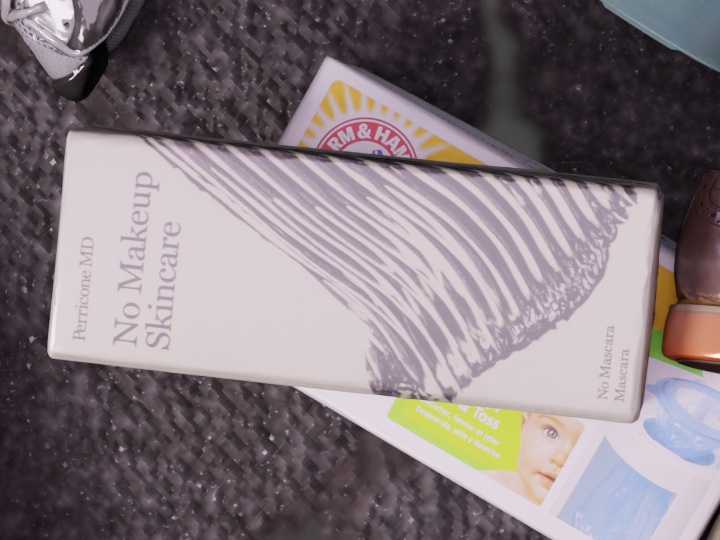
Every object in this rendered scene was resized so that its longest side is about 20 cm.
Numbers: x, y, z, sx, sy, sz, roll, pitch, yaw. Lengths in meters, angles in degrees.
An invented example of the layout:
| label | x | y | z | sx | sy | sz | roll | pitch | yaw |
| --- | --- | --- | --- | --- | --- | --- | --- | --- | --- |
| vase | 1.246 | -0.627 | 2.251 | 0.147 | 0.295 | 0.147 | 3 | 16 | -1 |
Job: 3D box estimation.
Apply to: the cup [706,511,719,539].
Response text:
| label | x | y | z | sx | sy | sz | roll | pitch | yaw |
| --- | --- | --- | --- | --- | --- | --- | --- | --- | --- |
| cup | 0.201 | 0.124 | 1.033 | 0.143 | 0.200 | 0.201 | 37 | 96 | 33 |

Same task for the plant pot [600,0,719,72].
| label | x | y | z | sx | sy | sz | roll | pitch | yaw |
| --- | --- | --- | --- | --- | --- | --- | --- | --- | --- |
| plant pot | 0.132 | -0.186 | 1.025 | 0.200 | 0.200 | 0.197 | 35 | 104 | 4 |

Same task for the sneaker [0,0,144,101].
| label | x | y | z | sx | sy | sz | roll | pitch | yaw |
| --- | --- | --- | --- | --- | --- | --- | --- | --- | --- |
| sneaker | -0.152 | -0.104 | 1.110 | 0.199 | 0.075 | 0.116 | -28 | 91 | 5 |

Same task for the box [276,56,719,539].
| label | x | y | z | sx | sy | sz | roll | pitch | yaw |
| --- | --- | --- | --- | --- | --- | --- | --- | --- | --- |
| box | 0.051 | 0.017 | 1.075 | 0.199 | 0.101 | 0.113 | 29 | 95 | 5 |

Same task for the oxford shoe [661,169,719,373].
| label | x | y | z | sx | sy | sz | roll | pitch | yaw |
| --- | --- | --- | --- | --- | --- | --- | --- | --- | --- |
| oxford shoe | 0.202 | 0.007 | 0.980 | 0.198 | 0.071 | 0.073 | 7 | 84 | 1 |

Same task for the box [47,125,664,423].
| label | x | y | z | sx | sy | sz | roll | pitch | yaw |
| --- | --- | --- | --- | --- | --- | --- | --- | --- | --- |
| box | 0.000 | 0.000 | 0.994 | 0.198 | 0.068 | 0.083 | 5 | 94 | 6 |
